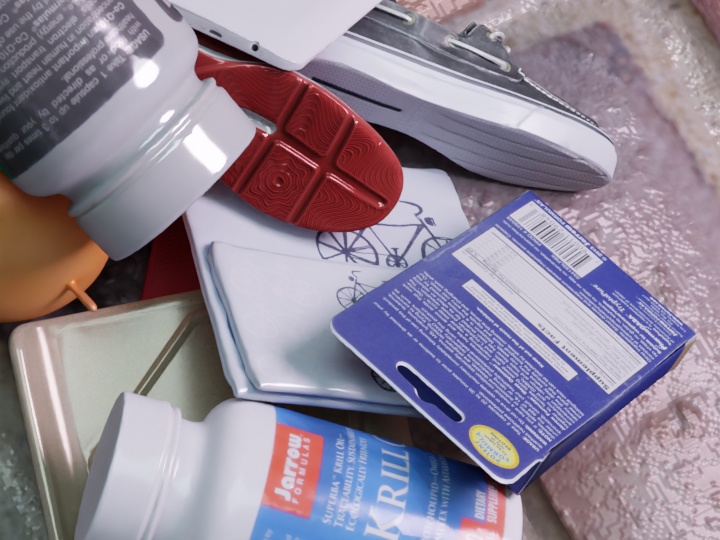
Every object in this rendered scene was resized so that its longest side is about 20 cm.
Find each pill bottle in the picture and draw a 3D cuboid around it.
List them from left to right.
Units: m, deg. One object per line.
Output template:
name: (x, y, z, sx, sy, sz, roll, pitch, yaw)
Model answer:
pill bottle: (-0.149, -0.108, 1.182, 0.200, 0.113, 0.113, 48, 67, -11)
pill bottle: (-0.032, 0.126, 1.216, 0.200, 0.112, 0.112, 17, 65, -11)

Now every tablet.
tablet: (-0.051, -0.166, 1.328, 0.130, 0.014, 0.200, 26, 32, 11)

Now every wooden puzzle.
wooden puzzle: (-0.068, 0.101, 1.291, 0.200, 0.037, 0.185, -10, 80, -17)

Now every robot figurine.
robot figurine: (-0.190, -0.057, 1.294, 0.117, 0.144, 0.200, -28, 51, 15)

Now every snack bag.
snack bag: (0.000, 0.000, 1.297, 0.188, 0.021, 0.200, 7, 41, -27)

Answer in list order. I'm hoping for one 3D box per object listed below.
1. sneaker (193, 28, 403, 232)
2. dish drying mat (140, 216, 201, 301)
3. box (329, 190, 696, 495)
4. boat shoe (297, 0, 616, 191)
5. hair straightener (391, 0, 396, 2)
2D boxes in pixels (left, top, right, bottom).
sneaker: (-0.065, -0.101, 1.307, 0.200, 0.078, 0.116, 31, 24, -13)
dish drying mat: (-0.075, -0.006, 1.356, 0.077, 0.018, 0.200, 11, 65, -3)
box: (0.073, 0.038, 1.256, 0.121, 0.032, 0.200, 42, 37, 14)
boat shoe: (0.055, -0.105, 1.370, 0.200, 0.072, 0.071, 22, 66, -17)
hair straightener: (-0.002, -0.178, 1.426, 0.077, 0.041, 0.200, -11, 69, -12)
